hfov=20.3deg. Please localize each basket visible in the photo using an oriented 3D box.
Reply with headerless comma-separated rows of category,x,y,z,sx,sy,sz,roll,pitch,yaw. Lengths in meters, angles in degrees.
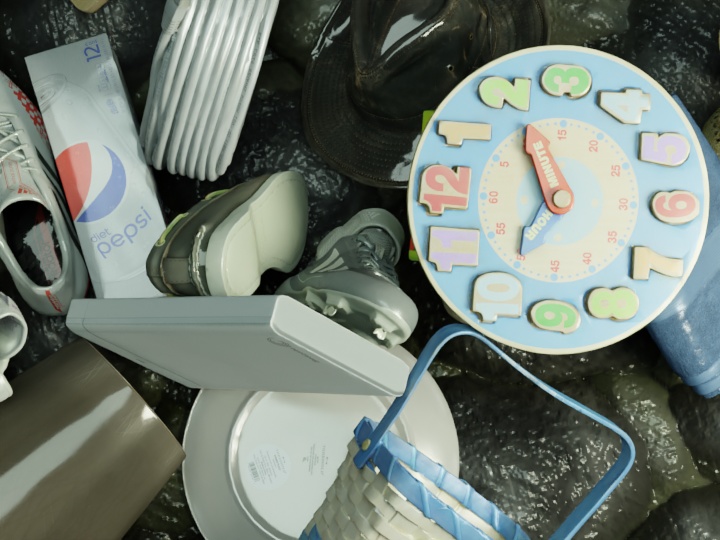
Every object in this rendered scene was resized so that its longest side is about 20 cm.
basket,0.071,0.155,1.357,0.176,0.139,0.200,33,92,-22
basket,-0.228,0.154,1.374,0.200,0.136,0.181,-41,104,-11

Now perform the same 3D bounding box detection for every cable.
cable,-0.097,-0.162,1.390,0.069,0.200,0.200,16,36,-3

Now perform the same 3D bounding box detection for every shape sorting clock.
shape sorting clock,0.129,-0.046,1.305,0.199,0.039,0.201,0,92,-1

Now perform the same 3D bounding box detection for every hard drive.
hard drive,-0.084,0.050,1.337,0.199,0.132,0.027,-2,67,43

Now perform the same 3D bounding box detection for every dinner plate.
dinner plate,-0.029,0.134,1.432,0.199,0.024,0.201,0,81,1

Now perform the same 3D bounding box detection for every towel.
towel,0.221,-0.017,1.394,0.112,0.048,0.200,-44,116,-22

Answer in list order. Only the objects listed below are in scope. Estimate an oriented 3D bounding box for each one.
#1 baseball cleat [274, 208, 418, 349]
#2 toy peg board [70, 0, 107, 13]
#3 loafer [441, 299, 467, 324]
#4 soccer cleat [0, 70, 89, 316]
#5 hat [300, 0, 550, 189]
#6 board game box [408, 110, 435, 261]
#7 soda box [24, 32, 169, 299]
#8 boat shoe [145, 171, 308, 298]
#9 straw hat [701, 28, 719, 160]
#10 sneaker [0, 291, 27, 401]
baseball cleat,0.000,0.000,1.366,0.070,0.200,0.107,41,75,-19
toy peg board,-0.200,-0.327,1.440,0.200,0.098,0.199,-41,84,9
loafer,0.093,-0.063,1.440,0.075,0.068,0.201,1,81,-1
soccer cleat,-0.246,-0.063,1.429,0.068,0.085,0.201,-21,82,-4
hat,0.036,-0.160,1.421,0.200,0.081,0.201,-7,65,16
board game box,0.132,-0.048,1.392,0.199,0.048,0.102,6,91,-33
soda box,-0.180,-0.063,1.439,0.063,0.068,0.201,-17,82,-3
boat shoe,-0.085,-0.025,1.380,0.060,0.202,0.072,-1,104,17
straw hat,0.291,-0.091,1.431,0.085,0.201,0.201,-38,81,35
sneaker,-0.275,0.032,1.387,0.099,0.075,0.200,-17,45,5
